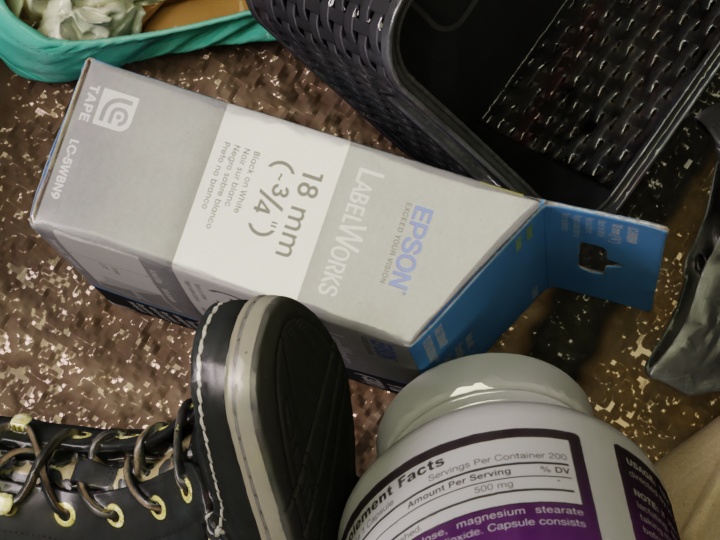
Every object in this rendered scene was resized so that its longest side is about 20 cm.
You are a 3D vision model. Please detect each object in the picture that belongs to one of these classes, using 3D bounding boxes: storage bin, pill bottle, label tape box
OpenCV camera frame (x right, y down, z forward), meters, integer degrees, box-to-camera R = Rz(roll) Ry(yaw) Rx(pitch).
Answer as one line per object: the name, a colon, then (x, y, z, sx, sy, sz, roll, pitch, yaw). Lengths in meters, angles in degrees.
storage bin: (0.072, -0.132, 0.804, 0.200, 0.135, 0.094, -54, 41, -4)
pill bottle: (0.052, 0.120, 0.714, 0.112, 0.113, 0.200, -12, 39, 4)
label tape box: (0.000, 0.000, 0.797, 0.199, 0.144, 0.063, 17, 81, 8)

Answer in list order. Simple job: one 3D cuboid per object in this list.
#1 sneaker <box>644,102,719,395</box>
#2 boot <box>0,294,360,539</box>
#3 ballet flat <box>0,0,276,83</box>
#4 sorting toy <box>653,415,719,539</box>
sneaker: (0.166, -0.050, 0.795, 0.104, 0.060, 0.201, 10, 93, -2)
boot: (-0.080, 0.070, 0.774, 0.153, 0.204, 0.074, 7, 60, 11)
ballet flat: (-0.050, -0.118, 0.860, 0.199, 0.070, 0.068, -16, 79, 3)
sorting toy: (0.129, 0.132, 0.762, 0.185, 0.037, 0.200, -36, 36, 2)
